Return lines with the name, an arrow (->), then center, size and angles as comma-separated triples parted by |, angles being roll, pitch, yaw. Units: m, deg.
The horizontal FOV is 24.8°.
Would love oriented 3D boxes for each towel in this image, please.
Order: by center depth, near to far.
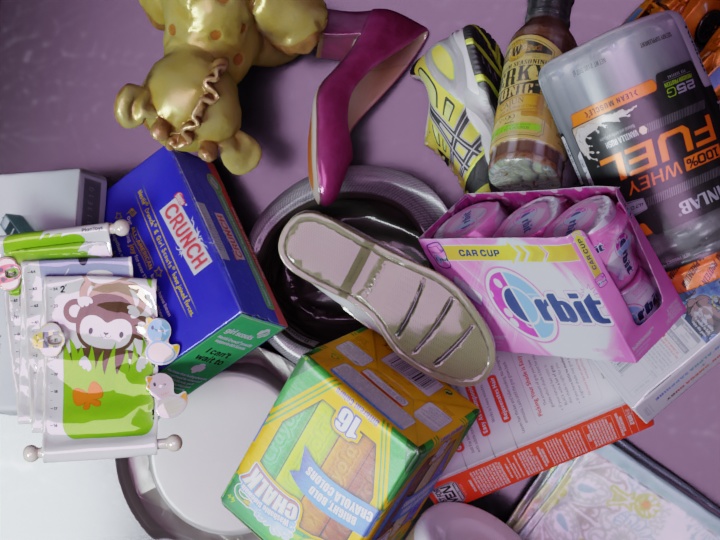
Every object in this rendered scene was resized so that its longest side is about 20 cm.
towel -> 0.224, 0.249, 1.421 | 0.199, 0.048, 0.172 | 34, 99, 2

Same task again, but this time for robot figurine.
robot figurine -> 0.251, -0.163, 1.357 | 0.200, 0.058, 0.145 | -47, 51, 0

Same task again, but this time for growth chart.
growth chart -> -0.218, 0.056, 1.299 | 0.143, 0.018, 0.202 | -12, 82, -4

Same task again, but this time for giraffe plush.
giraffe plush -> -0.125, -0.166, 1.330 | 0.171, 0.200, 0.164 | 14, 81, 1

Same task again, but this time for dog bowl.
dog bowl -> -0.113, 0.157, 1.436 | 0.198, 0.059, 0.202 | 0, 95, 5

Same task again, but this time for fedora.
fedora -> 0.000, 0.000, 1.398 | 0.198, 0.090, 0.178 | -17, 90, 14

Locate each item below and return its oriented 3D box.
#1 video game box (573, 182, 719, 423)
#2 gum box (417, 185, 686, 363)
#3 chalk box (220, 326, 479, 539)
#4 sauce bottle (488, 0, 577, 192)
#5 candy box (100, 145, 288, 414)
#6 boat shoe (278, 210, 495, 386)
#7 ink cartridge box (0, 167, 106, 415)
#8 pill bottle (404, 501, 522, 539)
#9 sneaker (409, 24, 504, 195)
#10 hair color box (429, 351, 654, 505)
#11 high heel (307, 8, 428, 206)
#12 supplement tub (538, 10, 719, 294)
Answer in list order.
video game box -> 0.241, -0.006, 1.346 | 0.182, 0.047, 0.200 | -41, 54, 7
gum box -> 0.146, 0.002, 1.250 | 0.066, 0.199, 0.114 | -42, 112, -25
chalk box -> -0.019, 0.167, 1.313 | 0.124, 0.124, 0.201 | 36, 114, 17
sauce bottle -> 0.147, -0.156, 1.349 | 0.064, 0.065, 0.201 | 8, 60, 4
candy box -> -0.183, 0.022, 1.376 | 0.199, 0.077, 0.170 | -34, 66, 21
boat shoe -> 0.026, 0.016, 1.311 | 0.199, 0.068, 0.075 | 38, 97, -2
ink cartridge box -> -0.297, 0.020, 1.374 | 0.172, 0.043, 0.202 | -2, 79, 29
pill bottle -> 0.056, 0.306, 1.383 | 0.119, 0.120, 0.201 | 32, 117, 2
sneaker -> 0.100, -0.103, 1.391 | 0.076, 0.075, 0.202 | -21, 74, 31
hair color box -> 0.137, 0.116, 1.389 | 0.199, 0.061, 0.102 | -22, 55, 6
high heel -> 0.007, -0.136, 1.363 | 0.095, 0.068, 0.201 | 6, 53, -4
supplement tub -> 0.226, -0.086, 1.252 | 0.122, 0.123, 0.201 | -24, 89, 6
